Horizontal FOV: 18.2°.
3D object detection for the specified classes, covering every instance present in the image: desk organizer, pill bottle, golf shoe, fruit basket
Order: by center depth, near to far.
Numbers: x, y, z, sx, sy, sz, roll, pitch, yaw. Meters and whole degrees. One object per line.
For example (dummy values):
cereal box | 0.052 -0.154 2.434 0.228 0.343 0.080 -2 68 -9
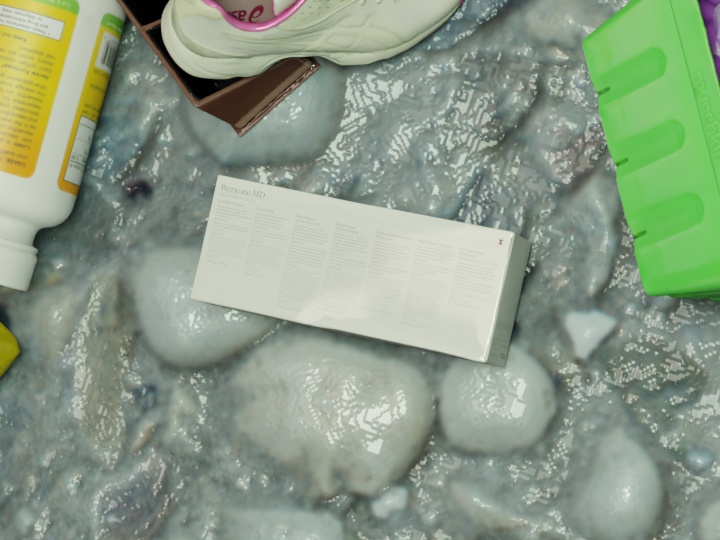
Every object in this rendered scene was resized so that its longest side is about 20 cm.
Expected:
fruit basket | 0.253 -0.087 1.283 0.215 0.155 0.216 -2 86 36
golf shoe | -0.021 -0.168 1.381 0.199 0.092 0.076 -15 77 -14
desk organizer | -0.121 -0.190 1.454 0.072 0.077 0.200 -40 72 10
pill bottle | -0.230 -0.093 1.460 0.111 0.111 0.201 14 87 20

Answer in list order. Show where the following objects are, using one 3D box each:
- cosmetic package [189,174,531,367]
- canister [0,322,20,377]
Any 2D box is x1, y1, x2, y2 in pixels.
cosmetic package | 0.000 0.000 1.399 0.199 0.051 0.083 12 88 20
canister | -0.338 0.084 1.488 0.148 0.087 0.200 41 95 19
